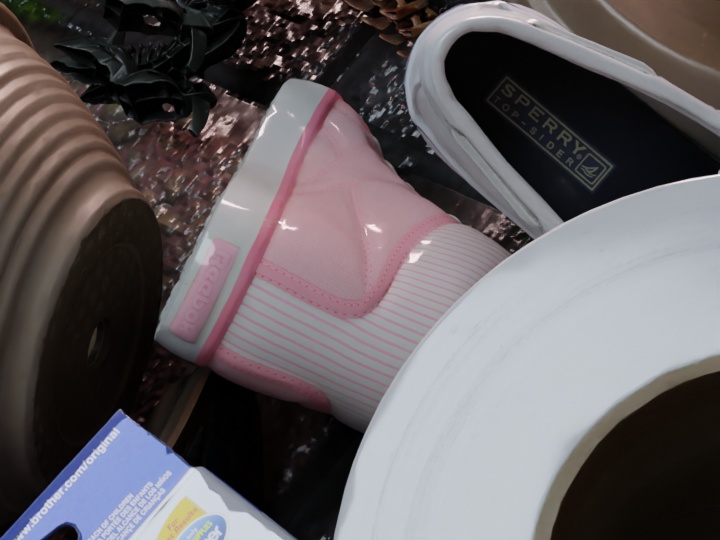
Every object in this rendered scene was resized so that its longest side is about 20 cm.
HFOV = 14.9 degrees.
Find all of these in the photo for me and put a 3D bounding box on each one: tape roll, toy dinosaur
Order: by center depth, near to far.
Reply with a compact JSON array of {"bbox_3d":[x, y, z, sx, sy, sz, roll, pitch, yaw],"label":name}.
[{"bbox_3d":[0.101,0.093,0.667,0.203,0.139,0.203,-4,67,9],"label":"tape roll"},{"bbox_3d":[-0.052,-0.130,1.034,0.200,0.102,0.136,23,61,37],"label":"toy dinosaur"}]

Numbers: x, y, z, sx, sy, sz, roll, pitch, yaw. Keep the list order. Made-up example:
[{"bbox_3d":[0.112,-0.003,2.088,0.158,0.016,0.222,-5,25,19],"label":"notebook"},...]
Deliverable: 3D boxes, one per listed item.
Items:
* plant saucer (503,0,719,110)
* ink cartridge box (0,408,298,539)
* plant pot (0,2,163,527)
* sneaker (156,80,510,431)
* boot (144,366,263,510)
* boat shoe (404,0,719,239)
[{"bbox_3d":[0.138,-0.107,0.871,0.200,0.029,0.200,4,51,-5],"label":"plant saucer"},{"bbox_3d":[-0.033,0.143,0.793,0.200,0.042,0.119,37,78,21],"label":"ink cartridge box"},{"bbox_3d":[-0.124,0.012,0.889,0.093,0.201,0.201,14,61,14],"label":"plant pot"},{"bbox_3d":[0.000,0.000,0.909,0.200,0.105,0.075,-73,6,-73],"label":"sneaker"},{"bbox_3d":[-0.099,0.116,0.890,0.097,0.075,0.200,-1,56,31],"label":"boot"},{"bbox_3d":[0.096,-0.006,0.781,0.074,0.200,0.065,-59,1,3],"label":"boat shoe"}]
